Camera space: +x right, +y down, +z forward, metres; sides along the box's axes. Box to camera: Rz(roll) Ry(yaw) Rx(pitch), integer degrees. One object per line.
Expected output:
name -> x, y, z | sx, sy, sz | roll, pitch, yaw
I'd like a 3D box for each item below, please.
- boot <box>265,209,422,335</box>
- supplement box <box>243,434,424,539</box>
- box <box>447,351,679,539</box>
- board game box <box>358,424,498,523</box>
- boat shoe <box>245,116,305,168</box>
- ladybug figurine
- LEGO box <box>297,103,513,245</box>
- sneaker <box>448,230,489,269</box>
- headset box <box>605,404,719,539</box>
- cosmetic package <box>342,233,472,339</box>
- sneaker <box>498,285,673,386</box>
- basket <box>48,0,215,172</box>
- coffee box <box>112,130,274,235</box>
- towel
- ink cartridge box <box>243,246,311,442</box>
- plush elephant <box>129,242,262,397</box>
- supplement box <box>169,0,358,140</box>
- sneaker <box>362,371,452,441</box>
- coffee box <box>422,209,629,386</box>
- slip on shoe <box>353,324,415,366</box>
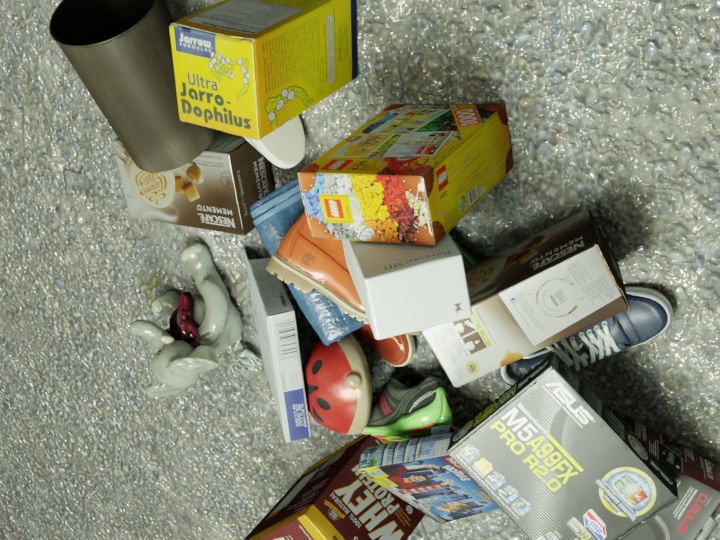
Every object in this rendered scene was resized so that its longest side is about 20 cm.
boot -> 0.000, 0.000, 1.219 | 0.199, 0.075, 0.108 | 29, 92, -3
supplement box -> -0.035, 0.355, 1.452 | 0.133, 0.200, 0.197 | 50, 133, -2
box -> 0.218, 0.213, 1.137 | 0.200, 0.044, 0.160 | 46, 113, -4
board game box -> 0.135, 0.248, 1.314 | 0.199, 0.062, 0.200 | -17, 141, 31
boat shoe -> -0.144, -0.204, 1.275 | 0.200, 0.072, 0.068 | 49, 148, -4
ladybug figurine -> -0.034, 0.147, 1.350 | 0.200, 0.071, 0.137 | 130, 131, -74
LEGO box -> 0.053, -0.107, 1.104 | 0.148, 0.200, 0.078 | 5, 120, 32
sneaker -> 0.076, -0.019, 1.220 | 0.200, 0.085, 0.078 | 39, 132, 9
headset box -> 0.307, 0.258, 1.194 | 0.199, 0.075, 0.149 | 28, 112, 4
cosmetic package -> 0.041, -0.011, 1.089 | 0.101, 0.200, 0.072 | -14, 114, -5
sneaker -> 0.242, 0.083, 1.150 | 0.199, 0.108, 0.070 | -19, 107, 41
basket -> -0.261, -0.228, 1.242 | 0.181, 0.135, 0.201 | 59, 174, 50
coffee box -> -0.216, -0.124, 1.363 | 0.199, 0.080, 0.115 | 11, 123, 30
towel -> -0.046, -0.016, 1.281 | 0.201, 0.111, 0.049 | 60, 171, -1
ink cartridge box -> -0.111, 0.092, 1.397 | 0.043, 0.200, 0.198 | -11, 120, -8
plush elephant -> -0.250, 0.097, 1.464 | 0.200, 0.155, 0.165 | 52, 134, 3
supplement box -> -0.098, -0.236, 1.129 | 0.108, 0.200, 0.110 | 16, 126, 27
sneaker -> 0.057, 0.179, 1.376 | 0.076, 0.084, 0.199 | 17, 159, -31
coffee box -> 0.172, 0.028, 1.102 | 0.199, 0.115, 0.080 | -27, 107, 17
slip on shoe -> -0.009, 0.050, 1.340 | 0.200, 0.061, 0.074 | 48, 131, -2
